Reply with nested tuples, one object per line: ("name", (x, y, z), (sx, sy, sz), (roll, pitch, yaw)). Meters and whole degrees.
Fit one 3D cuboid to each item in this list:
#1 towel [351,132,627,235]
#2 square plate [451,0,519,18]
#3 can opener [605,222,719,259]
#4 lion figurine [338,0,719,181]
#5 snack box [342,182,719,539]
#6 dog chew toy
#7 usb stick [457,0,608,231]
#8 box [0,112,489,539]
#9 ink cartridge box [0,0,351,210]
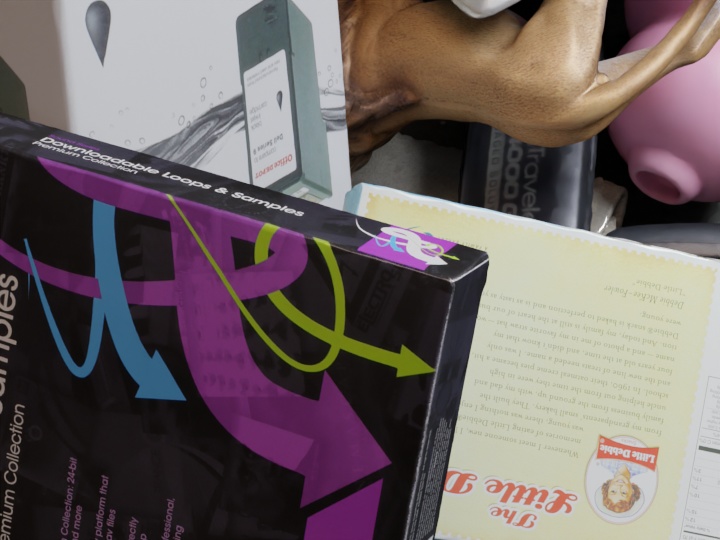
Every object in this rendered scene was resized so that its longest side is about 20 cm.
("towel", (0.000, 0.000, 0.968), (0.199, 0.035, 0.133), (16, 57, 18))
("square plate", (0.079, -0.196, 0.938), (0.199, 0.029, 0.198), (-30, 44, -10))
("can opener", (0.187, 0.008, 0.925), (0.198, 0.079, 0.064), (-5, 99, -1))
("lion figurine", (0.043, -0.076, 0.905), (0.199, 0.073, 0.123), (-2, 42, 47))
("snack box", (0.081, 0.048, 0.856), (0.198, 0.037, 0.117), (12, 83, -7))
("dog chew toy", (0.163, -0.114, 0.979), (0.124, 0.125, 0.201), (23, 68, 22))
("usb stick", (0.065, -0.036, 0.943), (0.055, 0.033, 0.201), (-4, 53, 16))
("box", (-0.068, 0.039, 0.764), (0.199, 0.144, 0.036), (16, 20, 20))
("ink cartridge box", (-0.078, -0.063, 0.849), (0.084, 0.202, 0.146), (7, 20, 38))
